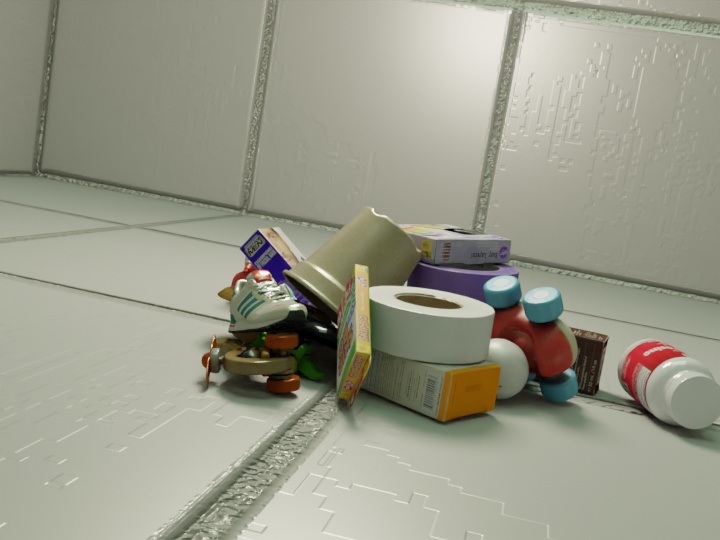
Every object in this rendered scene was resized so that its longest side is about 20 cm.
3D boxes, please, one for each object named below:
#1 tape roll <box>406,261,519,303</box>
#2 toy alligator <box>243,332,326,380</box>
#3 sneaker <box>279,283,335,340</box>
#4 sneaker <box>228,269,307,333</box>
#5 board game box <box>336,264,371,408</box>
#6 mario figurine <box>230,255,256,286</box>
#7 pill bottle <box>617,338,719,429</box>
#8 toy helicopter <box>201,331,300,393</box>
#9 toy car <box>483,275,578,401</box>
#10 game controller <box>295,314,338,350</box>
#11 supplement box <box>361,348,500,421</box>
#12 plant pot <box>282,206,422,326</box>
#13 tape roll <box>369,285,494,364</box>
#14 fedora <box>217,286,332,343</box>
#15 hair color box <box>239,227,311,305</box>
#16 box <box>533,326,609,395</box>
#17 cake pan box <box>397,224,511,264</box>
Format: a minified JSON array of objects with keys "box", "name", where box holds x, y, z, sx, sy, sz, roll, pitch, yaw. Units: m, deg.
[{"box":[0.182,0.029,1.538,0.199,0.085,0.200,6,10,-1],"name":"tape roll"},{"box":[-0.138,0.119,1.309,0.199,0.055,0.059,14,8,27],"name":"toy alligator"},{"box":[-0.131,0.071,1.544,0.199,0.089,0.075,13,7,24],"name":"sneaker"},{"box":[-0.142,0.043,1.246,0.070,0.094,0.200,0,-6,-30],"name":"sneaker"},{"box":[-0.010,0.091,1.208,0.030,0.096,0.200,11,39,-13],"name":"board game box"},{"box":[-0.196,0.017,1.787,0.123,0.107,0.200,8,5,11],"name":"mario figurine"},{"box":[0.506,0.186,1.389,0.112,0.113,0.200,9,8,-5],"name":"pill bottle"},{"box":[-0.176,0.125,1.220,0.132,0.079,0.200,-5,7,-26],"name":"toy helicopter"},{"box":[0.223,0.139,1.358,0.200,0.185,0.177,-28,27,-27],"name":"toy car"},{"box":[-0.038,0.116,1.347,0.104,0.042,0.200,31,0,37],"name":"game controller"},{"box":[0.088,0.153,1.263,0.200,0.074,0.126,16,12,42],"name":"supplement box"},{"box":[0.000,0.000,1.456,0.200,0.184,0.200,39,-8,7],"name":"plant pot"},{"box":[0.098,0.078,1.276,0.201,0.071,0.202,7,9,-1],"name":"tape roll"},{"box":[-0.150,0.087,1.426,0.200,0.082,0.201,16,3,-1],"name":"fedora"},{"box":[-0.140,0.006,1.714,0.200,0.065,0.109,47,16,8],"name":"hair color box"},{"box":[0.332,0.145,1.519,0.199,0.101,0.075,12,9,22],"name":"box"},{"box":[0.154,-0.050,1.590,0.199,0.053,0.184,-1,14,-35],"name":"cake pan box"}]
